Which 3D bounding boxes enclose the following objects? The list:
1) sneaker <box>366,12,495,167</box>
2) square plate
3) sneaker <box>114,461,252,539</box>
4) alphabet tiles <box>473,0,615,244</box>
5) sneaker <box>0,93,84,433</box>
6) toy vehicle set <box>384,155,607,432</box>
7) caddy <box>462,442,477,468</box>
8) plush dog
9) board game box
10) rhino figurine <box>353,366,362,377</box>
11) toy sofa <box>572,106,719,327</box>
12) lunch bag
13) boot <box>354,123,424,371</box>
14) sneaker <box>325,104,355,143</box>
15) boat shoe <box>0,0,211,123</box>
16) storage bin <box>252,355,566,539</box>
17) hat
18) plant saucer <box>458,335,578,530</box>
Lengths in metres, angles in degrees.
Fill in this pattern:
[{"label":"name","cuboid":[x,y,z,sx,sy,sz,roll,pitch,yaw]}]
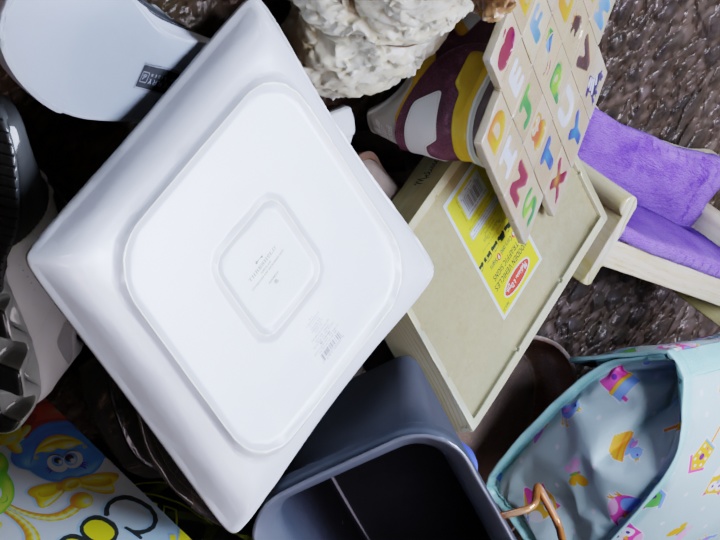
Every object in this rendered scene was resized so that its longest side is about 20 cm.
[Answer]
[{"label":"sneaker","cuboid":[0.073,-0.149,1.525,0.201,0.089,0.075,-61,153,-33]},{"label":"square plate","cuboid":[-0.054,-0.003,1.348,0.200,0.028,0.199,-52,123,-28]},{"label":"sneaker","cuboid":[-0.092,0.142,1.495,0.085,0.199,0.074,-55,131,-11]},{"label":"alphabet tiles","cuboid":[0.107,-0.116,1.495,0.200,0.006,0.167,59,49,-62]},{"label":"sneaker","cuboid":[-0.180,-0.020,1.372,0.088,0.074,0.201,-42,145,-42]},{"label":"toy vehicle set","cuboid":[0.072,-0.017,1.541,0.200,0.026,0.125,-54,126,-40]},{"label":"caddy","cuboid":[-0.007,0.167,1.612,0.199,0.142,0.105,-27,158,18]},{"label":"plush dog","cuboid":[0.016,-0.159,1.410,0.199,0.161,0.172,-28,162,-28]},{"label":"board game box","cuboid":[-0.167,0.162,1.416,0.104,0.200,0.104,-29,138,-28]},{"label":"rhino figurine","cuboid":[0.026,0.035,1.632,0.199,0.060,0.088,-21,132,-32]},{"label":"toy sofa","cuboid":[0.192,-0.035,1.730,0.199,0.083,0.098,17,108,-52]},{"label":"lunch bag","cuboid":[0.207,0.109,1.760,0.170,0.122,0.200,-6,140,-44]},{"label":"boot","cuboid":[0.000,0.000,1.524,0.199,0.070,0.147,-27,108,-41]},{"label":"sneaker","cuboid":[-0.073,-0.028,1.400,0.199,0.072,0.085,-30,112,-41]},{"label":"boat shoe","cuboid":[-0.133,-0.119,1.330,0.199,0.068,0.074,9,110,-56]},{"label":"storage bin","cuboid":[0.038,0.146,1.455,0.145,0.135,0.201,-25,116,10]},{"label":"hat","cuboid":[-0.106,0.056,1.464,0.080,0.202,0.200,-18,154,27]},{"label":"plant saucer","cuboid":[0.063,0.122,1.765,0.199,0.034,0.201,-27,136,-28]}]
